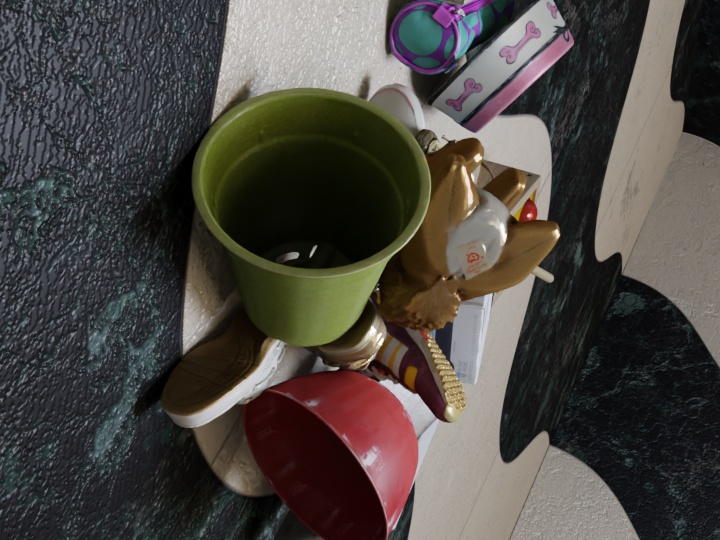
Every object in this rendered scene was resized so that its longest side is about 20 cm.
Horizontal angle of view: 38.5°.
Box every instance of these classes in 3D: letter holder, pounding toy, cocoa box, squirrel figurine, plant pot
[{"bbox_3d":[-0.024,0.182,1.234,0.200,0.142,0.101,-43,117,-21],"label":"letter holder"},{"bbox_3d":[0.217,-0.043,1.596,0.184,0.142,0.200,-45,147,-48],"label":"pounding toy"},{"bbox_3d":[0.104,0.026,1.338,0.200,0.131,0.134,-70,165,-49],"label":"cocoa box"},{"bbox_3d":[0.072,-0.041,1.021,0.200,0.141,0.187,-59,-155,17],"label":"squirrel figurine"},{"bbox_3d":[-0.048,-0.029,0.938,0.200,0.200,0.190,-58,168,-31],"label":"plant pot"}]

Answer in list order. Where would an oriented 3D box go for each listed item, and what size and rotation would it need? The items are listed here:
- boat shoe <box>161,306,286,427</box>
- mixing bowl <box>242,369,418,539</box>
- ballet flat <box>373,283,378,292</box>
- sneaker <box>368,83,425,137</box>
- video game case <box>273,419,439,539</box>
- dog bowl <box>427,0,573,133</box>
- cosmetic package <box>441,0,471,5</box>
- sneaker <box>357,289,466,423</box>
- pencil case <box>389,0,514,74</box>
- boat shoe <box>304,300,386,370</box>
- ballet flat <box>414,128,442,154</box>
[{"bbox_3d":[-0.118,0.099,0.990,0.200,0.071,0.069,-45,145,-51],"label":"boat shoe"},{"bbox_3d":[-0.015,0.178,1.057,0.108,0.200,0.200,-36,142,-35],"label":"mixing bowl"},{"bbox_3d":[0.000,0.000,1.226,0.069,0.069,0.200,-40,147,-54],"label":"ballet flat"},{"bbox_3d":[0.009,-0.111,1.115,0.200,0.081,0.088,-71,161,-4],"label":"sneaker"},{"bbox_3d":[-0.003,0.253,1.250,0.023,0.182,0.200,54,36,-17],"label":"video game case"},{"bbox_3d":[0.180,-0.252,1.287,0.200,0.074,0.200,-43,-177,3],"label":"dog bowl"},{"bbox_3d":[0.122,-0.375,1.164,0.200,0.087,0.104,-41,145,-54],"label":"cosmetic package"},{"bbox_3d":[0.044,0.105,1.141,0.090,0.200,0.075,-35,134,7],"label":"sneaker"},{"bbox_3d":[0.113,-0.293,1.207,0.085,0.092,0.200,55,37,-7],"label":"pencil case"},{"bbox_3d":[-0.011,0.069,1.082,0.074,0.069,0.200,-54,-163,-11],"label":"boat shoe"},{"bbox_3d":[0.086,-0.068,1.156,0.067,0.046,0.200,-43,140,-37],"label":"ballet flat"}]
